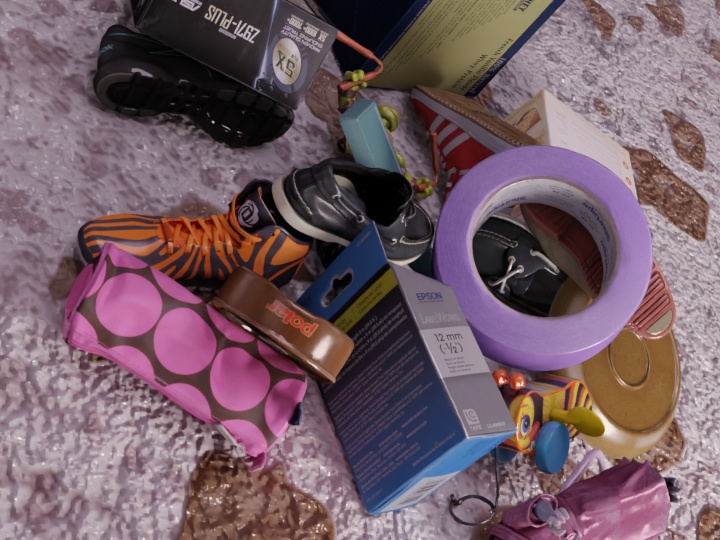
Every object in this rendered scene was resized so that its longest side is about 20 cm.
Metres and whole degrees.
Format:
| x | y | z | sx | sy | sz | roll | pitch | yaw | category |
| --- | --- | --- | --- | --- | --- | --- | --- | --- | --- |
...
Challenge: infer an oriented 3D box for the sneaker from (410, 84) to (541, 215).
| x | y | z | sx | sy | sz | roll | pitch | yaw | category |
| --- | --- | --- | --- | --- | --- | --- | --- | --- | --- |
| 0.106 | -0.122 | 1.331 | 0.071 | 0.113 | 0.200 | 1 | 27 | -36 | sneaker |

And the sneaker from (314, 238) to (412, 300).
| x | y | z | sx | sy | sz | roll | pitch | yaw | category |
| --- | --- | --- | --- | --- | --- | --- | --- | --- | --- |
| 0.000 | 0.000 | 1.128 | 0.079 | 0.074 | 0.201 | -29 | 78 | -43 | sneaker |

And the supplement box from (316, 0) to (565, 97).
| x | y | z | sx | sy | sz | roll | pitch | yaw | category |
| --- | --- | --- | --- | --- | --- | --- | --- | --- | --- |
| 0.090 | -0.311 | 1.356 | 0.199 | 0.200 | 0.135 | -2 | 59 | -40 | supplement box |

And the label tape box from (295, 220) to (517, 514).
| x | y | z | sx | sy | sz | roll | pitch | yaw | category |
| --- | --- | --- | --- | --- | --- | --- | --- | --- | --- |
| 0.029 | 0.080 | 1.029 | 0.066 | 0.143 | 0.201 | 0 | 58 | -39 | label tape box |

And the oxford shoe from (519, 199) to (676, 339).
| x | y | z | sx | sy | sz | roll | pitch | yaw | category |
| --- | --- | --- | --- | --- | --- | --- | --- | --- | --- |
| 0.234 | -0.012 | 1.217 | 0.071 | 0.074 | 0.200 | -35 | 77 | -10 | oxford shoe |

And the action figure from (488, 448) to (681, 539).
| x | y | z | sx | sy | sz | roll | pitch | yaw | category |
| --- | --- | --- | --- | --- | --- | --- | --- | --- | --- |
| 0.172 | 0.216 | 1.070 | 0.198 | 0.135 | 0.149 | -15 | 30 | -19 | action figure |

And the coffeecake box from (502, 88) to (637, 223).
| x | y | z | sx | sy | sz | roll | pitch | yaw | category |
| --- | --- | --- | --- | --- | --- | --- | --- | --- | --- |
| 0.239 | -0.079 | 1.377 | 0.153 | 0.073 | 0.201 | 30 | 42 | -30 | coffeecake box |

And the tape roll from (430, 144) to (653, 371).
| x | y | z | sx | sy | sz | roll | pitch | yaw | category |
| --- | --- | --- | --- | --- | --- | --- | --- | --- | --- |
| 0.166 | -0.012 | 1.143 | 0.198 | 0.066 | 0.202 | 0 | 72 | -1 | tape roll |

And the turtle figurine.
| x | y | z | sx | sy | sz | roll | pitch | yaw | category |
| --- | --- | --- | --- | --- | --- | --- | --- | --- | --- |
| 0.002 | -0.123 | 1.226 | 0.201 | 0.064 | 0.162 | 55 | 41 | -31 | turtle figurine |

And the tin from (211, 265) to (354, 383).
| x | y | z | sx | sy | sz | roll | pitch | yaw | category |
| --- | --- | --- | --- | --- | --- | --- | --- | --- | --- |
| -0.059 | 0.044 | 0.962 | 0.112 | 0.200 | 0.042 | 38 | 83 | -1 | tin |

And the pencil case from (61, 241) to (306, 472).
| x | y | z | sx | sy | sz | roll | pitch | yaw | category |
| --- | --- | --- | --- | --- | --- | --- | --- | --- | --- |
| -0.138 | 0.067 | 0.948 | 0.199 | 0.091 | 0.094 | 34 | 58 | -10 | pencil case |

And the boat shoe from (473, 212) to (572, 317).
| x | y | z | sx | sy | sz | roll | pitch | yaw | category |
| --- | --- | --- | --- | --- | --- | --- | --- | --- | --- |
| 0.165 | 0.000 | 1.262 | 0.199 | 0.076 | 0.061 | 21 | 40 | -25 | boat shoe |

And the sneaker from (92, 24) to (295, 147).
| x | y | z | sx | sy | sz | roll | pitch | yaw | category |
| --- | --- | --- | --- | --- | --- | --- | --- | --- | --- |
| -0.150 | -0.176 | 1.142 | 0.199 | 0.075 | 0.080 | 15 | 47 | -32 | sneaker |

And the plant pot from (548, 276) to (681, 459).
| x | y | z | sx | sy | sz | roll | pitch | yaw | category |
| --- | --- | --- | --- | --- | --- | --- | --- | --- | --- |
| 0.268 | 0.090 | 1.260 | 0.199 | 0.027 | 0.202 | 12 | 70 | -37 | plant pot |

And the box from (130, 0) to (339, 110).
| x | y | z | sx | sy | sz | roll | pitch | yaw | category |
| --- | --- | --- | --- | --- | --- | --- | --- | --- | --- |
| -0.125 | -0.248 | 1.153 | 0.163 | 0.087 | 0.200 | 25 | 17 | -23 | box |

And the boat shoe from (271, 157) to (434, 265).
| x | y | z | sx | sy | sz | roll | pitch | yaw | category |
| --- | --- | --- | --- | --- | --- | --- | --- | --- | --- |
| 0.013 | -0.058 | 1.058 | 0.199 | 0.066 | 0.075 | 19 | 46 | -46 | boat shoe |

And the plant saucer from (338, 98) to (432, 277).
| x | y | z | sx | sy | sz | roll | pitch | yaw | category |
| --- | --- | --- | --- | --- | --- | --- | --- | --- | --- |
| 0.033 | -0.064 | 1.170 | 0.201 | 0.019 | 0.070 | 69 | 25 | -16 | plant saucer |

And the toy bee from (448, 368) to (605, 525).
| x | y | z | sx | sy | sz | roll | pitch | yaw | category |
| --- | --- | --- | --- | --- | --- | --- | --- | --- | --- |
| 0.154 | 0.132 | 1.104 | 0.200 | 0.130 | 0.110 | -53 | 141 | -63 | toy bee |

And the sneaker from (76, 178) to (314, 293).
| x | y | z | sx | sy | sz | roll | pitch | yaw | category |
| --- | --- | --- | --- | --- | --- | --- | --- | --- | --- |
| -0.127 | -0.034 | 1.015 | 0.199 | 0.112 | 0.078 | 5 | 54 | -37 | sneaker |
